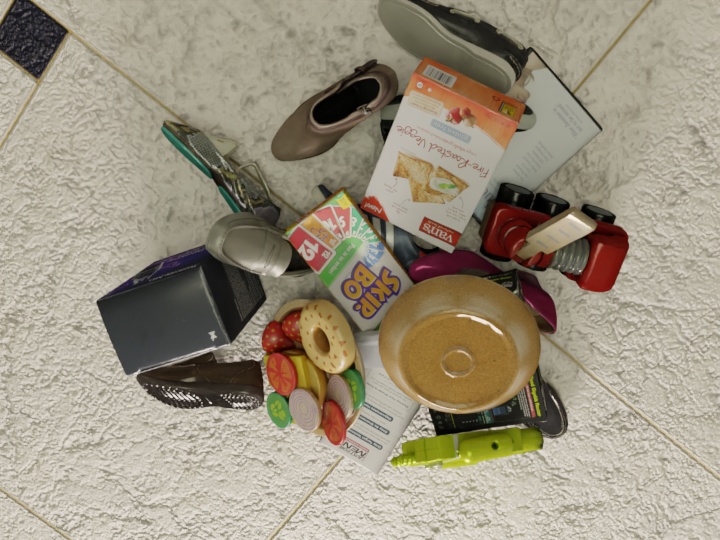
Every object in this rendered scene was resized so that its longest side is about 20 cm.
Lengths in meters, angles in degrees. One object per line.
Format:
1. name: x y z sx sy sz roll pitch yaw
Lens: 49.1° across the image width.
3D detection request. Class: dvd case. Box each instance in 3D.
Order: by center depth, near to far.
1. dvd case: 0.193 -0.167 1.028 0.200 0.018 0.143 -42 98 15

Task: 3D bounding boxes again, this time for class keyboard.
1. keyboard: -0.011 0.110 1.069 0.199 0.011 0.057 -10 119 47

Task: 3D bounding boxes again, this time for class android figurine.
1. android figurine: 0.140 0.243 1.069 0.198 0.182 0.041 -5 74 -12

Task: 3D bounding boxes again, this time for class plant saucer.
1. plant saucer: 0.118 0.102 0.952 0.198 0.036 0.202 4 119 6

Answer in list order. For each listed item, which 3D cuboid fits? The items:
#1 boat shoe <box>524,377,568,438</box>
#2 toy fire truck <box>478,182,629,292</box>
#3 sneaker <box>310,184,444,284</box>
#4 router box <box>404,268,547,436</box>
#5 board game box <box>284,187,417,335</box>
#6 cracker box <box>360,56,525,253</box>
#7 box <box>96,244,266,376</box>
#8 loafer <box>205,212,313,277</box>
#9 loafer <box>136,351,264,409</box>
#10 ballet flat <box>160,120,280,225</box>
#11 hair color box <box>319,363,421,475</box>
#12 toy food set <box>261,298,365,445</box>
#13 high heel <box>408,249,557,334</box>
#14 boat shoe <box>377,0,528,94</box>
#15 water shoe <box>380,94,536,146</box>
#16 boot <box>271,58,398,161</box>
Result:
1. boat shoe: 0.222 0.164 1.094 0.072 0.063 0.201 -36 100 13
2. toy fire truck: 0.249 -0.035 0.954 0.174 0.200 0.130 14 111 -6
3. sneaker: 0.028 -0.063 1.051 0.200 0.075 0.085 39 99 -12
4. router box: 0.147 0.108 1.007 0.148 0.062 0.202 -10 116 15
5. board game box: 0.000 0.000 1.020 0.095 0.030 0.200 -35 108 13
6. cracker box: 0.095 -0.135 0.955 0.133 0.058 0.201 26 130 4
7. box: -0.225 0.039 1.032 0.147 0.200 0.105 -17 102 10
8. loafer: -0.119 -0.028 1.006 0.069 0.200 0.070 28 100 27
9. loafer: -0.227 0.157 1.144 0.198 0.071 0.073 4 145 13
10. ballet flat: -0.179 -0.135 1.058 0.072 0.072 0.201 -38 99 14
11. hair color box: 0.032 0.177 1.117 0.099 0.061 0.201 30 105 -2
12. toy food set: -0.066 0.137 1.074 0.199 0.048 0.200 -6 97 44
13. high heel: 0.160 0.033 1.018 0.198 0.096 0.068 15 125 -22
14. boat shoe: 0.115 -0.294 0.979 0.199 0.074 0.060 31 65 13
15. water shoe: 0.122 -0.178 0.995 0.198 0.072 0.080 8 117 21
16. boot: -0.042 -0.192 0.977 0.199 0.146 0.071 -34 98 13
